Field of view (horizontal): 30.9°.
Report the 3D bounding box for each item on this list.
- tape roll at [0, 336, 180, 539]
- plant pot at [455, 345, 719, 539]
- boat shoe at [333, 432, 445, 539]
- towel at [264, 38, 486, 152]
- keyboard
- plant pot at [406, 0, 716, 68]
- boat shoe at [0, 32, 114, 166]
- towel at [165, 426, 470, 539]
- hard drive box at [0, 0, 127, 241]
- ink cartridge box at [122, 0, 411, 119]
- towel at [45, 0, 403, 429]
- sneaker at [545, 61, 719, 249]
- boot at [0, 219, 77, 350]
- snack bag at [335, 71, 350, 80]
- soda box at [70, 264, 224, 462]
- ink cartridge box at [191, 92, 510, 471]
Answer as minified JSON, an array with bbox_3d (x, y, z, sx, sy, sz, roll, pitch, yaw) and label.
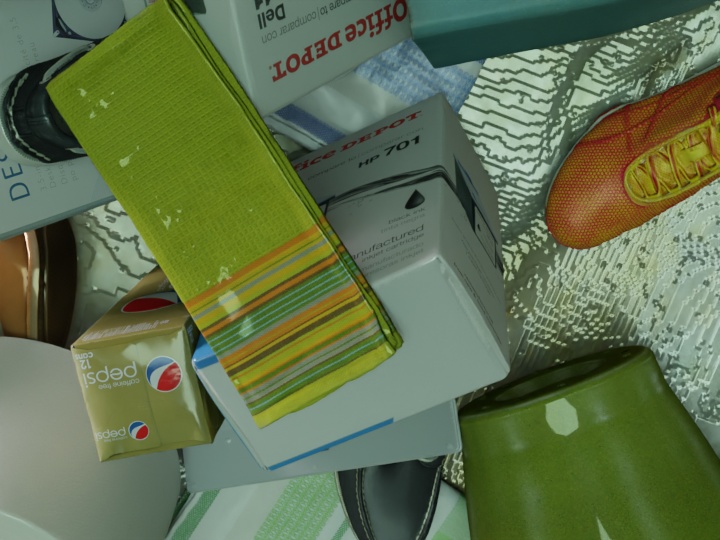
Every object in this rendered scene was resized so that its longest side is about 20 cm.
[{"bbox_3d":[-0.221,0.160,0.795,0.202,0.139,0.203,3,126,4],"label":"tape roll"},{"bbox_3d":[0.148,0.155,0.796,0.200,0.200,0.194,-20,89,7],"label":"plant pot"},{"bbox_3d":[0.023,0.093,0.825,0.072,0.063,0.201,2,95,-9],"label":"boat shoe"},{"bbox_3d":[0.013,-0.160,0.802,0.147,0.024,0.200,30,102,-5],"label":"towel"},{"bbox_3d":[-0.031,0.100,0.819,0.199,0.011,0.057,-13,85,26],"label":"keyboard"},{"bbox_3d":[0.123,-0.194,0.669,0.199,0.141,0.142,-6,92,8],"label":"plant pot"},{"bbox_3d":[-0.104,-0.107,0.720,0.200,0.060,0.076,-34,110,-34],"label":"boat shoe"},{"bbox_3d":[-0.021,0.180,0.878,0.200,0.031,0.150,30,103,-5],"label":"towel"},{"bbox_3d":[-0.191,-0.105,0.738,0.200,0.077,0.156,-25,104,-36],"label":"hard drive box"},{"bbox_3d":[-0.052,-0.192,0.649,0.083,0.146,0.201,13,125,37],"label":"ink cartridge box"},{"bbox_3d":[-0.067,-0.026,0.621,0.086,0.018,0.200,-32,93,17],"label":"towel"},{"bbox_3d":[0.196,-0.080,0.785,0.200,0.077,0.073,-36,101,11],"label":"sneaker"},{"bbox_3d":[-0.268,-0.027,0.818,0.155,0.077,0.201,-6,107,7],"label":"boot"},{"bbox_3d":[0.019,-0.242,0.762,0.200,0.021,0.189,-31,101,5],"label":"snack bag"},{"bbox_3d":[-0.103,0.041,0.761,0.064,0.200,0.068,-10,102,8],"label":"soda box"},{"bbox_3d":[0.000,0.000,0.732,0.146,0.200,0.086,-24,118,16],"label":"ink cartridge box"}]
